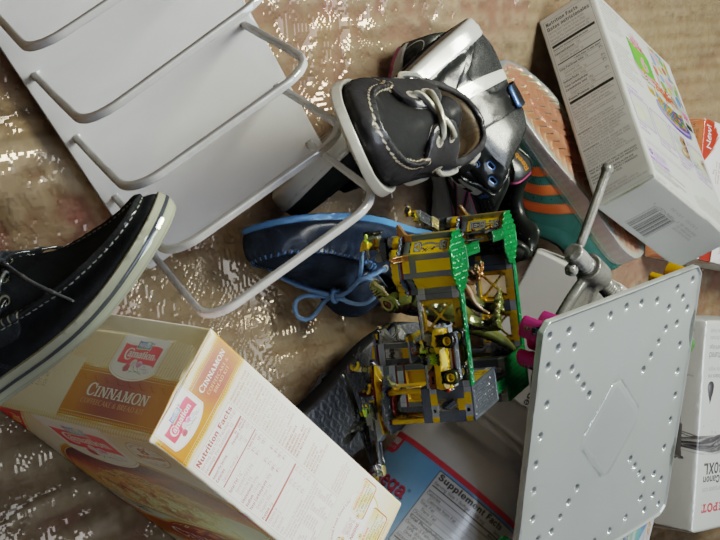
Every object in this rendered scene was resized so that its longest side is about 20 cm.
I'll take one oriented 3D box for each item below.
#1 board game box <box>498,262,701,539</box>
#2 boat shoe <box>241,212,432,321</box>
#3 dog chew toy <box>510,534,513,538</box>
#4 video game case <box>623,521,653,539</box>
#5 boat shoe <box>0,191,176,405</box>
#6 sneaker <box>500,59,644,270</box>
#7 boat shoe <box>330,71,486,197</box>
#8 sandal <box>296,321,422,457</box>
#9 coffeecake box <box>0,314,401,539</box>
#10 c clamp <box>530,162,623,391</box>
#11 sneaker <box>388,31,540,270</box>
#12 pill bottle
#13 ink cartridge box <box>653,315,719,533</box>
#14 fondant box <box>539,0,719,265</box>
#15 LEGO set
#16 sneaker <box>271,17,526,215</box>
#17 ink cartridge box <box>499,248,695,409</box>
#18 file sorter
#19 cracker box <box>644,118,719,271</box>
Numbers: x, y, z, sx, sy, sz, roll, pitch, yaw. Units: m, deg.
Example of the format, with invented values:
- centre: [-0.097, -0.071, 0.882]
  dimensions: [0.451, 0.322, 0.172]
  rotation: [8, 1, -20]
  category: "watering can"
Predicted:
- centre: [0.166, 0.107, 0.982]
  dimensions: [0.199, 0.026, 0.202]
  rotation: [-16, 117, -45]
  category: "board game box"
- centre: [0.000, 0.000, 0.988]
  dimensions: [0.199, 0.084, 0.069]
  rotation: [5, 78, -45]
  category: "boat shoe"
- centre: [0.122, 0.244, 1.126]
  dimensions: [0.125, 0.124, 0.201]
  rotation: [-53, 136, -31]
  category: "dog chew toy"
- centre: [0.199, 0.240, 1.134]
  dimensions: [0.200, 0.022, 0.183]
  rotation: [64, 40, -52]
  category: "video game case"
- centre: [-0.181, 0.019, 0.743]
  dimensions: [0.062, 0.199, 0.075]
  rotation: [49, 14, -18]
  category: "boat shoe"
- centre: [0.149, -0.076, 1.162]
  dimensions: [0.201, 0.080, 0.071]
  rotation: [54, 37, -10]
  category: "sneaker"
- centre: [0.034, -0.085, 0.849]
  dimensions: [0.200, 0.060, 0.075]
  rotation: [2, 68, -74]
  category: "boat shoe"
- centre: [-0.012, 0.099, 1.024]
  dimensions: [0.200, 0.043, 0.077]
  rotation: [-34, 111, -30]
  category: "sandal"
- centre: [-0.096, 0.110, 0.842]
  dimensions: [0.200, 0.153, 0.073]
  rotation: [47, 61, -39]
  category: "coffeecake box"
- centre: [0.186, 0.048, 1.023]
  dimensions: [0.200, 0.027, 0.172]
  rotation: [46, 67, -46]
  category: "c clamp"
- centre: [0.091, -0.093, 1.080]
  dimensions: [0.080, 0.086, 0.201]
  rotation: [-44, 123, -38]
  category: "sneaker"
- centre: [0.049, 0.176, 1.002]
  dimensions: [0.201, 0.108, 0.109]
  rotation: [-52, 130, -8]
  category: "pill bottle"
- centre: [0.329, 0.146, 1.365]
  dimensions: [0.145, 0.083, 0.202]
  rotation: [2, 91, -48]
  category: "ink cartridge box"
- centre: [0.232, -0.119, 1.185]
  dimensions: [0.144, 0.058, 0.201]
  rotation: [29, 41, -45]
  category: "fondant box"
- centre: [0.033, 0.034, 0.920]
  dimensions: [0.200, 0.115, 0.155]
  rotation: [-40, 122, -66]
  category: "LEGO set"
- centre: [0.042, -0.078, 0.988]
  dimensions: [0.200, 0.073, 0.112]
  rotation: [-42, 99, -16]
  category: "sneaker"
- centre: [0.180, 0.083, 1.145]
  dimensions: [0.200, 0.084, 0.146]
  rotation: [27, 90, -57]
  category: "ink cartridge box"
- centre: [-0.101, -0.098, 0.805]
  dimensions: [0.138, 0.124, 0.201]
  rotation: [-36, 122, -9]
  category: "file sorter"
- centre: [0.362, -0.069, 1.402]
  dimensions: [0.199, 0.057, 0.135]
  rotation: [7, 87, -47]
  category: "cracker box"
